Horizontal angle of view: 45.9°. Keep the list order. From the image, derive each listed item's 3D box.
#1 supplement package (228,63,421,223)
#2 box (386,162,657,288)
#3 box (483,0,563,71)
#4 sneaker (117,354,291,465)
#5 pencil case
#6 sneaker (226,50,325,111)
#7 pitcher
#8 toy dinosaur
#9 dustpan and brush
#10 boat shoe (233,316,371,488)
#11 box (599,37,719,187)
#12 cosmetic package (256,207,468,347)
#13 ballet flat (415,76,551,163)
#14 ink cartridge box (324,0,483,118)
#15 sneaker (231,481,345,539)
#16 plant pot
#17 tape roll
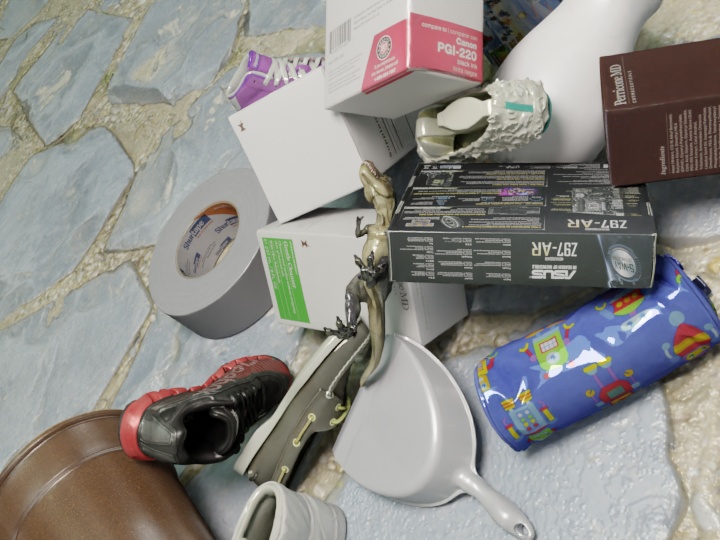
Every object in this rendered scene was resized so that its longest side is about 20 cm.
[{"bbox_3d":[-0.025,-0.152,0.898,0.120,0.121,0.200,-20,13,28],"label":"supplement package"},{"bbox_3d":[0.131,-0.043,0.689,0.196,0.044,0.161,1,26,13],"label":"box"},{"bbox_3d":[0.154,-0.296,0.852,0.135,0.199,0.041,-16,55,30],"label":"box"},{"bbox_3d":[-0.131,0.138,0.829,0.097,0.199,0.072,8,108,41],"label":"sneaker"},{"bbox_3d":[0.184,0.062,0.673,0.198,0.078,0.088,-34,52,18],"label":"pencil case"},{"bbox_3d":[-0.084,-0.247,1.085,0.198,0.114,0.074,-25,47,24],"label":"sneaker"},{"bbox_3d":[0.200,-0.182,0.805,0.120,0.171,0.202,32,102,15],"label":"pitcher"},{"bbox_3d":[0.007,0.014,0.707,0.047,0.088,0.204,9,104,15],"label":"toy dinosaur"},{"bbox_3d":[0.068,0.162,0.723,0.200,0.057,0.142,41,111,49],"label":"dustpan and brush"},{"bbox_3d":[-0.045,0.130,0.809,0.060,0.072,0.203,38,107,5],"label":"boat shoe"},{"bbox_3d":[0.290,-0.132,0.663,0.196,0.076,0.101,-7,36,17],"label":"box"},{"bbox_3d":[0.000,0.000,0.835,0.198,0.110,0.084,5,23,44],"label":"cosmetic package"},{"bbox_3d":[0.088,-0.133,0.755,0.199,0.071,0.073,-6,55,64],"label":"ballet flat"},{"bbox_3d":[0.035,-0.249,0.739,0.145,0.083,0.205,-6,83,59],"label":"ink cartridge box"},{"bbox_3d":[-0.075,0.284,0.716,0.073,0.115,0.203,-13,56,31],"label":"sneaker"},{"bbox_3d":[-0.228,0.274,0.809,0.197,0.200,0.201,36,87,39],"label":"plant pot"},{"bbox_3d":[-0.166,-0.022,1.037,0.198,0.066,0.203,-21,51,29],"label":"tape roll"}]
